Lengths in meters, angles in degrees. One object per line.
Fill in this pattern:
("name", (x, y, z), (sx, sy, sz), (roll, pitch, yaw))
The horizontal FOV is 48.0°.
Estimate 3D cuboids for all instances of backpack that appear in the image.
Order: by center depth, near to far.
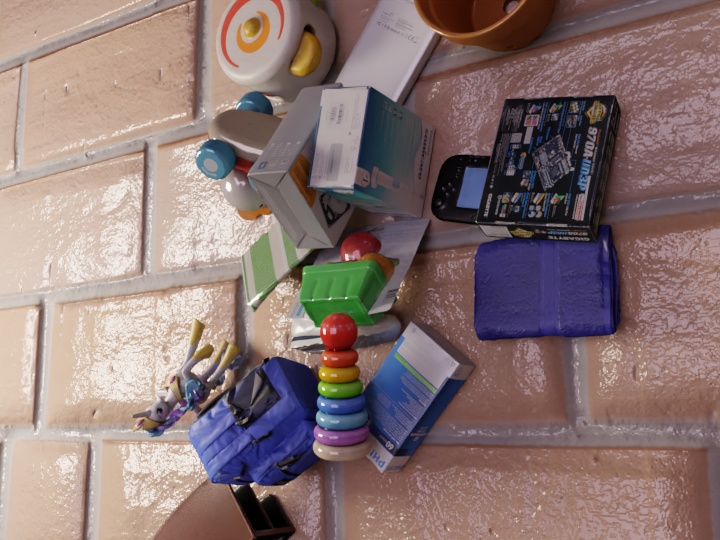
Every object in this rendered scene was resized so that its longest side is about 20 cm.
("backpack", (-0.154, 0.248, 1.235), (0.200, 0.162, 0.168), (-36, 63, 8))

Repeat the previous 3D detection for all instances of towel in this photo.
("towel", (0.253, 0.022, 1.105), (0.199, 0.049, 0.149), (-6, 71, 32))
("towel", (-0.124, -0.040, 1.333), (0.200, 0.023, 0.153), (-43, 33, 18))

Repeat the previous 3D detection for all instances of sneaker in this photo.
("sneaker", (-0.028, 0.080, 1.261), (0.199, 0.076, 0.081), (-8, 68, 30))

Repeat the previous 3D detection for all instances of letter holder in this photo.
("letter holder", (-0.229, 0.431, 1.313), (0.200, 0.100, 0.142), (-48, 58, 17))

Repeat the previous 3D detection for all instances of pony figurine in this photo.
("pony figurine", (-0.278, 0.202, 1.349), (0.166, 0.193, 0.201), (27, 77, 30))

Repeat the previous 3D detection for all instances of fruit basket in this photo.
("fruit basket", (0.000, 0.000, 1.226), (0.184, 0.094, 0.200), (-6, 35, 31))

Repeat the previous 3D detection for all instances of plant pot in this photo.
("plant pot", (0.192, -0.404, 1.158), (0.199, 0.140, 0.202), (-6, 78, 31))

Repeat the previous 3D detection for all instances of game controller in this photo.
("game controller", (0.197, -0.113, 1.164), (0.199, 0.042, 0.105), (9, 87, 33))

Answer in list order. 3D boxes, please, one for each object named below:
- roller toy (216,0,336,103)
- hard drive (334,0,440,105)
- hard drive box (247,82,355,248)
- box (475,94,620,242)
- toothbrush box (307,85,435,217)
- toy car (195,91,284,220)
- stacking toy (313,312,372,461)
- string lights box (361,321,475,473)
("roller toy", (-0.147, -0.387, 1.374), (0.182, 0.139, 0.201), (-26, 69, 27))
("hard drive", (0.045, -0.347, 1.311), (0.132, 0.026, 0.201), (36, 102, 32))
("hard drive box", (-0.064, -0.158, 1.223), (0.076, 0.156, 0.201), (-1, 49, 33))
("box", (0.255, -0.141, 1.097), (0.158, 0.046, 0.201), (4, 69, 31))
("toothbrush box", (0.021, -0.170, 1.192), (0.085, 0.200, 0.147), (6, 86, 34))
("toy car", (-0.170, -0.161, 1.367), (0.176, 0.185, 0.201), (18, 136, 8))
("stacking toy", (-0.028, 0.160, 1.140), (0.085, 0.085, 0.202), (3, 98, 33))
("string lights box", (0.066, 0.186, 1.186), (0.103, 0.059, 0.201), (41, 104, 31))
